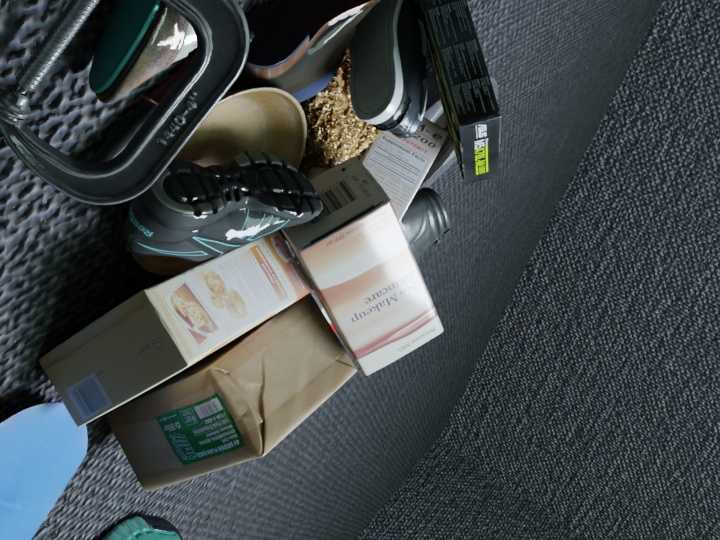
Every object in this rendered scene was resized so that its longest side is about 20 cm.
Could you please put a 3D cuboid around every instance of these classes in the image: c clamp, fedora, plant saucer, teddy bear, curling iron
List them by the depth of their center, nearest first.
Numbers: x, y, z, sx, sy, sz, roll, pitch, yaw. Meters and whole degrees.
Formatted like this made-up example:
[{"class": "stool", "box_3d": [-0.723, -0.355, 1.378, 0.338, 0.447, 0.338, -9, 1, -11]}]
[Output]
[{"class": "c clamp", "box_3d": [-0.163, -0.142, 0.596, 0.171, 0.027, 0.200, 27, 106, -34]}, {"class": "curling iron", "box_3d": [-0.155, -0.132, 0.736, 0.200, 0.026, 0.050, -48, -161, -21]}, {"class": "plant saucer", "box_3d": [-0.133, -0.085, 0.839, 0.200, 0.035, 0.200, -39, 156, -21]}, {"class": "teddy bear", "box_3d": [-0.030, -0.147, 0.945, 0.145, 0.067, 0.200, 27, 85, -55]}, {"class": "fedora", "box_3d": [0.077, -0.189, 1.219, 0.200, 0.090, 0.177, -48, 161, -3]}]

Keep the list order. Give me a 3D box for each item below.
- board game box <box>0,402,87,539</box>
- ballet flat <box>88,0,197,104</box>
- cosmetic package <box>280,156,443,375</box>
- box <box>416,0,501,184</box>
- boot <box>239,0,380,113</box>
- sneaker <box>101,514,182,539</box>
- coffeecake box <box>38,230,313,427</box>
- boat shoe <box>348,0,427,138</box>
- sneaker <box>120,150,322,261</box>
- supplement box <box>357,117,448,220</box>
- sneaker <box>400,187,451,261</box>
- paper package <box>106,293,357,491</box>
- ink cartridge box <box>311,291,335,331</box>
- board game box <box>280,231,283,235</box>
[{"class": "board game box", "box_3d": [-0.328, 0.197, 0.836, 0.200, 0.039, 0.158, -59, 160, -13]}, {"class": "ballet flat", "box_3d": [-0.117, -0.196, 0.640, 0.067, 0.068, 0.200, 15, 110, -38]}, {"class": "cosmetic package", "box_3d": [0.000, 0.000, 0.946, 0.103, 0.087, 0.200, -31, 135, -4]}, {"class": "box", "box_3d": [0.095, -0.206, 0.944, 0.047, 0.200, 0.193, -15, 167, 3]}, {"class": "boot", "box_3d": [-0.037, -0.224, 0.864, 0.200, 0.075, 0.097, -40, 167, -20]}, {"class": "sneaker", "box_3d": [-0.312, 0.370, 1.182, 0.088, 0.074, 0.200, -49, 159, 23]}, {"class": "coffeecake box", "box_3d": [-0.162, 0.048, 0.862, 0.153, 0.073, 0.200, -30, -179, 33]}, {"class": "boat shoe", "box_3d": [0.027, -0.219, 0.902, 0.060, 0.076, 0.200, 25, 62, -47]}, {"class": "sneaker", "box_3d": [-0.117, -0.053, 0.804, 0.200, 0.075, 0.079, -6, 147, -49]}, {"class": "supplement box", "box_3d": [0.010, -0.089, 1.070, 0.200, 0.073, 0.126, -61, -169, 5]}, {"class": "sneaker", "box_3d": [0.071, -0.030, 1.255, 0.099, 0.071, 0.200, -29, 149, -21]}, {"class": "paper package", "box_3d": [-0.137, 0.129, 0.999, 0.200, 0.104, 0.191, -24, -171, 39]}, {"class": "ink cartridge box", "box_3d": [-0.049, 0.018, 1.277, 0.200, 0.067, 0.116, -62, 164, 11]}, {"class": "board game box", "box_3d": [-0.054, -0.122, 1.069, 0.120, 0.032, 0.200, -48, 162, -21]}]
